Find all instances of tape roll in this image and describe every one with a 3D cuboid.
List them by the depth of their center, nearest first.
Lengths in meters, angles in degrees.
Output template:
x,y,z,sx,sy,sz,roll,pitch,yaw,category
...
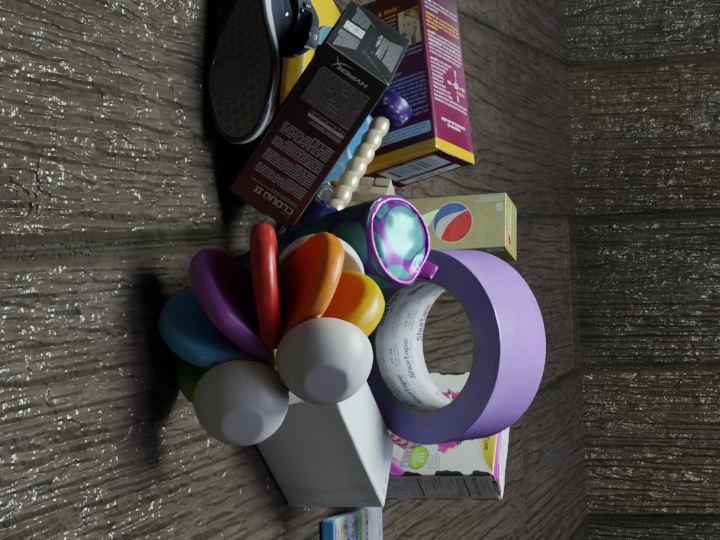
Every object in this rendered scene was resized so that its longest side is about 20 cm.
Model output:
x,y,z,sx,sy,sz,roll,pitch,yaw,category
0.090,0.079,1.721,0.084,0.198,0.203,1,86,-49,tape roll

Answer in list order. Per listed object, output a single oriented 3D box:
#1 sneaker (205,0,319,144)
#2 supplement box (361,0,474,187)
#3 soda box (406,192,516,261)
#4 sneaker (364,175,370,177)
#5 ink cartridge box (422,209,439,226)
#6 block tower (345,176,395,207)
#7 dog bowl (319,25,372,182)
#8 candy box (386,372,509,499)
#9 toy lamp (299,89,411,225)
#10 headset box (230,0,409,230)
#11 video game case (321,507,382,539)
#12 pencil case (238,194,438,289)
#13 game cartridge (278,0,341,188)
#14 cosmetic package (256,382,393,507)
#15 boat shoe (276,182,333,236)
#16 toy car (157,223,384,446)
x,y,z,sx,sy,sz,roll,pitch,yaw,category
-0.091,-0.206,1.605,0.146,0.076,0.205,37,52,-66,sneaker
0.056,-0.211,1.890,0.085,0.109,0.203,17,63,-53,supplement box
0.085,-0.046,1.969,0.064,0.197,0.069,41,48,-67,soda box
0.011,-0.133,1.960,0.201,0.070,0.099,-52,132,-63,sneaker
0.035,0.031,1.871,0.201,0.048,0.145,-55,171,16,ink cartridge box
-0.009,0.003,1.693,0.058,0.053,0.202,69,31,-56,block tower
-0.019,-0.183,1.794,0.112,0.049,0.202,71,23,-44,dog bowl
0.068,0.189,1.880,0.061,0.197,0.138,67,26,-51,candy box
-0.009,-0.095,1.685,0.201,0.058,0.058,-63,152,-23,toy lamp
-0.043,-0.145,1.599,0.201,0.077,0.149,-55,-175,25,headset box
-0.007,0.353,1.921,0.200,0.018,0.145,7,82,-74,video game case
-0.026,-0.004,1.563,0.093,0.199,0.085,52,46,-18,pencil case
-0.049,-0.214,1.841,0.176,0.032,0.203,53,35,-63,game cartridge
-0.043,0.157,1.662,0.201,0.111,0.082,72,23,-49,cosmetic package
-0.050,-0.038,1.751,0.200,0.061,0.075,-66,147,-59,boat shoe
-0.087,0.037,1.415,0.150,0.198,0.176,54,17,-34,toy car
